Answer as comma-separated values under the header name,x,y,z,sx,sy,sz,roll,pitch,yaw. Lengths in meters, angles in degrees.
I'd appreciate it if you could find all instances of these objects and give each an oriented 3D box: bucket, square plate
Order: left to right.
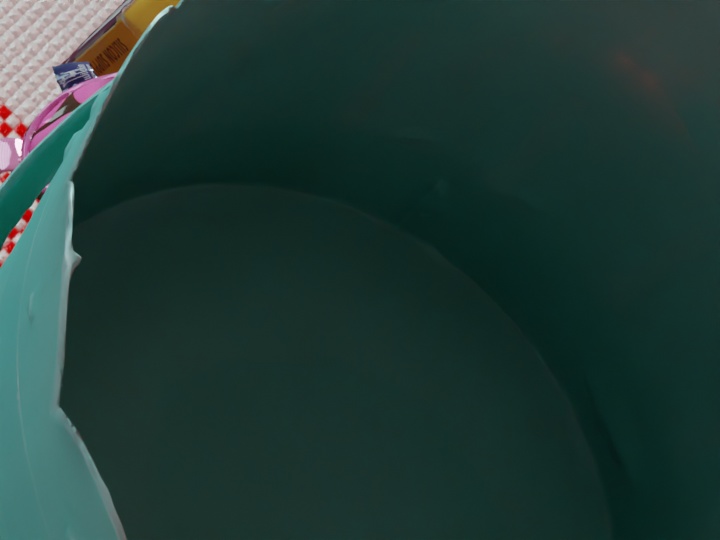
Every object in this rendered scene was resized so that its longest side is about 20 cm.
name,x,y,z,sx,sy,sz,roll,pitch,yaw
square plate,-0.028,-0.009,0.713,0.200,0.028,0.198,-25,3,25
bucket,0.009,0.036,0.501,0.207,0.207,0.135,-50,5,-34

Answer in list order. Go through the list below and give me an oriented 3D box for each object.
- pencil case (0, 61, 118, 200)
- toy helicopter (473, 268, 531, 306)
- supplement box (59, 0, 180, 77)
name,x,y,z,sx,sy,sz,roll,pitch,yaw
pencil case,-0.091,-0.001,1.137,0.094,0.200,0.091,-19,43,6
toy helicopter,0.103,-0.034,0.673,0.132,0.079,0.200,-14,10,47
supplement box,-0.030,-0.069,1.171,0.103,0.200,0.131,-47,9,-20
